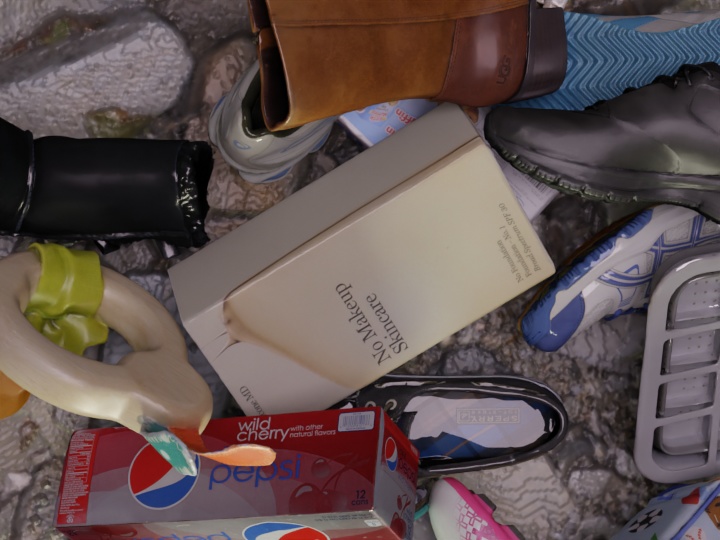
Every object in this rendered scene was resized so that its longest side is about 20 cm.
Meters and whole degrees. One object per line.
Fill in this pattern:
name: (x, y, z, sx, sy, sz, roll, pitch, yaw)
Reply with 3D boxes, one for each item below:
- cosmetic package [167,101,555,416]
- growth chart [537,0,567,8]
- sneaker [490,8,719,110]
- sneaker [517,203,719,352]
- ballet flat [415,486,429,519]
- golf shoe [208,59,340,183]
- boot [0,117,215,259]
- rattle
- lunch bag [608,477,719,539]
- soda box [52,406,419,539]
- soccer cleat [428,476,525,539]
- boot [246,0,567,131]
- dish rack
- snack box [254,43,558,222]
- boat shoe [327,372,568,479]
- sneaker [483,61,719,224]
cosmetic package: (0.000, 0.000, 1.111, 0.199, 0.073, 0.104, -32, 120, 3)
growth chart: (0.066, -0.248, 1.172, 0.199, 0.018, 0.145, 35, 87, -5)
sneaker: (0.165, -0.119, 1.155, 0.198, 0.081, 0.077, 0, 92, 4)
sneaker: (0.190, -0.002, 1.159, 0.200, 0.075, 0.088, -37, 94, -4)
ballet flat: (-0.056, 0.166, 1.135, 0.200, 0.072, 0.072, -32, 94, -1)
golf shoe: (-0.006, -0.135, 1.101, 0.078, 0.097, 0.200, 38, 84, -3)
boot: (-0.168, -0.054, 1.063, 0.161, 0.198, 0.074, 3, 79, 3)
rattle: (-0.150, 0.089, 1.057, 0.200, 0.130, 0.143, 41, 102, 19)
lunch bag: (0.195, 0.230, 1.125, 0.200, 0.075, 0.161, -39, 102, -34)
soda box: (-0.070, 0.125, 1.088, 0.199, 0.070, 0.064, -5, 61, 20)
soccer cleat: (0.086, 0.222, 1.148, 0.086, 0.070, 0.201, -35, 97, -9)
boot: (0.014, -0.178, 1.061, 0.199, 0.068, 0.190, -7, 96, -33)
dish rack: (0.256, 0.041, 1.148, 0.198, 0.044, 0.173, -8, 127, -10)
snack box: (0.031, -0.097, 1.166, 0.200, 0.024, 0.072, 43, 87, -5)
boat shoe: (0.030, 0.097, 1.147, 0.198, 0.066, 0.071, 0, 90, -6)
sneaker: (0.169, -0.078, 1.089, 0.198, 0.076, 0.092, 9, 96, -8)
